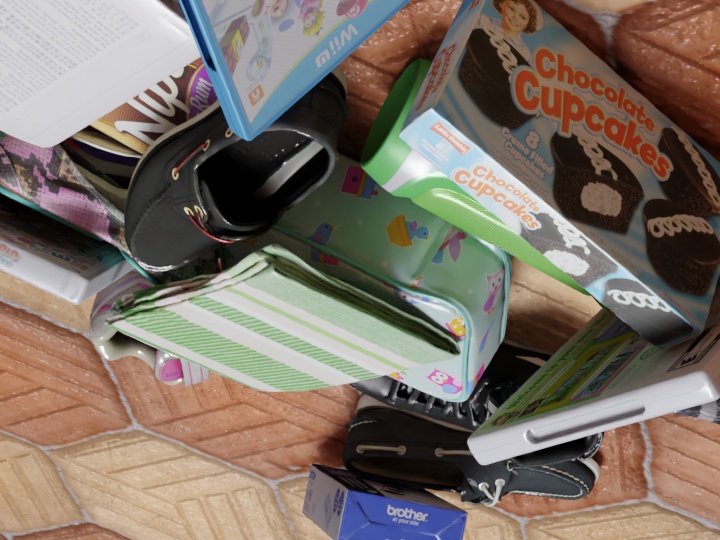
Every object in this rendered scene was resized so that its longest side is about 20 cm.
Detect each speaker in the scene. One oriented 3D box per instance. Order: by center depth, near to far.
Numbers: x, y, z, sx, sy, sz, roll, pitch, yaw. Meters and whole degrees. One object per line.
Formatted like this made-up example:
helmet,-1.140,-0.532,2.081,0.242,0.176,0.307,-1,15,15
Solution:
speaker,0.103,-0.048,1.057,0.199,0.089,0.088,28,145,-11

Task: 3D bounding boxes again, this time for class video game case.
video game case,-0.038,-0.179,0.903,0.018,0.143,0.201,33,157,34
video game case,0.180,0.042,1.054,0.181,0.200,0.022,-22,101,45
video game case,-0.243,-0.037,1.180,0.180,0.023,0.200,25,-171,1

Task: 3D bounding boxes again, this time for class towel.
towel,-0.055,0.036,1.122,0.152,0.024,0.199,27,154,-30

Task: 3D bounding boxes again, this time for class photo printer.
photo printer,-0.182,-0.153,0.967,0.166,0.070,0.199,38,140,-27

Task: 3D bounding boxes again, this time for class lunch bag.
lunch bag,0.000,0.000,1.158,0.199,0.077,0.161,25,156,17

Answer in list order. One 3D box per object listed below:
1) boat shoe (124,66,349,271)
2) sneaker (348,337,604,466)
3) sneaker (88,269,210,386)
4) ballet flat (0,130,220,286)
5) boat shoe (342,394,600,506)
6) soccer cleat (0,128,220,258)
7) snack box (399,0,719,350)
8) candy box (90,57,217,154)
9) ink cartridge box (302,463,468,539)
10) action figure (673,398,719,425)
boat shoe,-0.082,-0.051,1.044,0.073,0.064,0.201,29,136,-26
sneaker,0.074,0.080,1.216,0.198,0.112,0.074,11,105,2
sneaker,-0.111,0.049,1.295,0.198,0.089,0.082,10,145,14
ballet flat,-0.148,-0.040,1.144,0.199,0.069,0.071,35,100,-29
boat shoe,0.084,0.152,1.365,0.198,0.061,0.076,11,147,14
soccer cleat,-0.170,-0.063,1.205,0.198,0.073,0.069,16,119,-24
snack box,0.122,-0.061,0.983,0.199,0.117,0.037,38,142,-16
candy box,-0.100,-0.141,1.056,0.116,0.057,0.200,28,144,-11
ink cartridge box,0.015,0.187,1.372,0.093,0.045,0.200,12,177,-9
action figure,0.294,0.108,1.166,0.192,0.105,0.200,30,145,0
